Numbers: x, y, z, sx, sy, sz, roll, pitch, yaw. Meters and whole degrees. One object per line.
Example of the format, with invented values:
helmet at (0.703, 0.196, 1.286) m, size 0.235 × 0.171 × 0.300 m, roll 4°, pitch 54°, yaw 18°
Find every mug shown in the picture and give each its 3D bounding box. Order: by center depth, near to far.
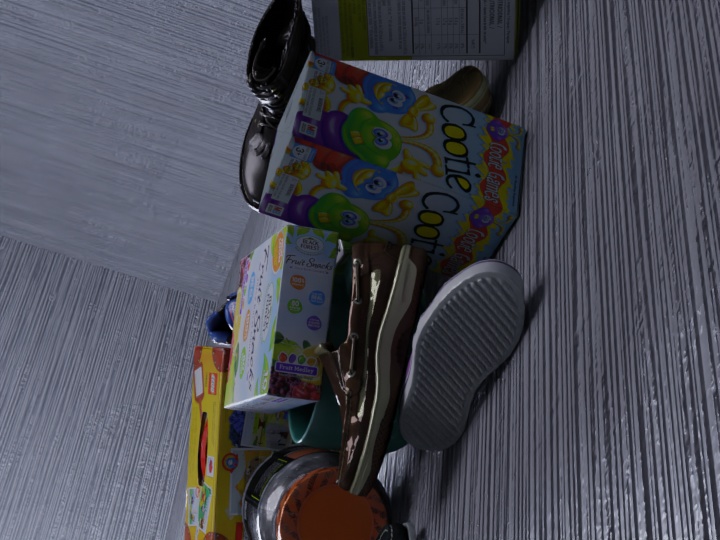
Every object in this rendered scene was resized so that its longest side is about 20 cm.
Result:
mug at (0.012, 0.080, 1.340) m, size 0.185 × 0.113 × 0.154 m, roll 131°, pitch 146°, yaw -66°

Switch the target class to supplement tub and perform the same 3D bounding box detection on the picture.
supplement tub at (-0.040, 0.224, 1.401) m, size 0.200 × 0.121 × 0.124 m, roll 159°, pitch 128°, yaw -80°

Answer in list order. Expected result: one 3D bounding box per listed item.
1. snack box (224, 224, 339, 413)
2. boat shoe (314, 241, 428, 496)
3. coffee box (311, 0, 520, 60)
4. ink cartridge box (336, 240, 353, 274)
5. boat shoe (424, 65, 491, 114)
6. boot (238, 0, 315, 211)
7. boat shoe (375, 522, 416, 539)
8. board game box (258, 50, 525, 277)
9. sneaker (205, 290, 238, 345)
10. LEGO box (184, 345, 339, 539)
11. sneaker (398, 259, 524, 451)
snack box at (-0.073, 0.048, 1.350) m, size 0.200 × 0.052 × 0.144 m, roll 153°, pitch 123°, yaw -73°
boat shoe at (-0.001, 0.076, 1.239) m, size 0.075 × 0.074 × 0.205 m, roll 71°, pitch -149°, yaw -81°
coffee box at (0.054, -0.335, 1.456) m, size 0.201 × 0.195 × 0.202 m, roll -84°, pitch -8°, yaw -50°
ink cartridge box at (0.000, 0.000, 1.489) m, size 0.148 × 0.075 × 0.202 m, roll 130°, pitch 131°, yaw -67°
boat shoe at (0.093, -0.150, 1.525) m, size 0.073 × 0.063 × 0.200 m, roll -49°, pitch 10°, yaw -14°
boot at (-0.085, -0.163, 1.461) m, size 0.174 × 0.068 × 0.202 m, roll 40°, pitch -116°, yaw -82°
boat shoe at (-0.007, 0.295, 1.262) m, size 0.076 × 0.060 × 0.202 m, roll -117°, pitch 45°, yaw -78°
board game box at (0.028, -0.085, 1.304) m, size 0.105 × 0.198 × 0.104 m, roll 119°, pitch 165°, yaw -49°
sneaker at (-0.092, 0.042, 1.529) m, size 0.200 × 0.078 × 0.076 m, roll -38°, pitch 66°, yaw 57°
LEGO box at (-0.092, 0.180, 1.542) m, size 0.077 × 0.147 × 0.203 m, roll -1°, pitch 86°, yaw 62°
sneaker at (0.076, 0.038, 1.207) m, size 0.201 × 0.072 × 0.115 m, roll 116°, pitch 171°, yaw -45°
